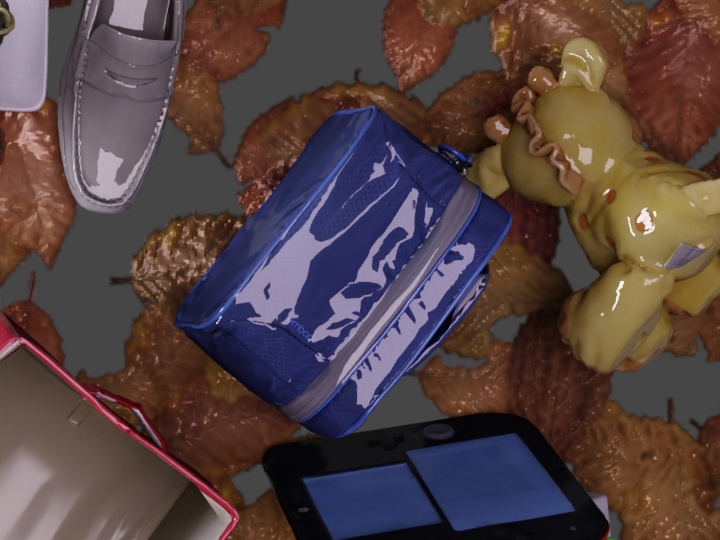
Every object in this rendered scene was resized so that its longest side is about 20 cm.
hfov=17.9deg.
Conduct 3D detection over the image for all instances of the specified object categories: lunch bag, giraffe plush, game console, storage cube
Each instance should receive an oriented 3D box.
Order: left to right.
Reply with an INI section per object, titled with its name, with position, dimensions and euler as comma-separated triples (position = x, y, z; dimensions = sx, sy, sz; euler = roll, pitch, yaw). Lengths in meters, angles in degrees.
[storage cube]
position = -0.201, 0.147, 1.343
dimensions = 0.171, 0.180, 0.200
euler = 40, 86, -12
[lunch bag]
position = 0.000, 0.000, 1.401
dimensions = 0.132, 0.136, 0.200
euler = 40, 83, -12
[game console]
position = 0.043, 0.140, 1.389
dimensions = 0.177, 0.200, 0.031
euler = -4, 109, -13
[giraffe plush]
position = 0.154, -0.048, 1.435
dimensions = 0.173, 0.200, 0.162
euler = -43, 72, -4

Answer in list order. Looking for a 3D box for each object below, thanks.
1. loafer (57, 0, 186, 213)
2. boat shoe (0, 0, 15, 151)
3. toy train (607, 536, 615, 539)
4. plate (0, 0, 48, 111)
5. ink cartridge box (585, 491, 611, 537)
[loafer]
position = -0.144, -0.133, 1.393
dimensions = 0.070, 0.070, 0.200
euler = 6, 92, -13
[boat shoe]
position = -0.236, -0.160, 1.338
dimensions = 0.060, 0.072, 0.202
euler = -13, 93, -7
[toy train]
position = 0.168, 0.222, 1.452
dimensions = 0.200, 0.042, 0.056
euler = 46, 68, -47
[plate]
position = -0.285, -0.200, 1.377
dimensions = 0.200, 0.032, 0.200
euler = 2, 94, -13
[ink cartridge box]
position = 0.097, 0.256, 1.434
dimensions = 0.196, 0.043, 0.200
euler = -13, 97, -49
